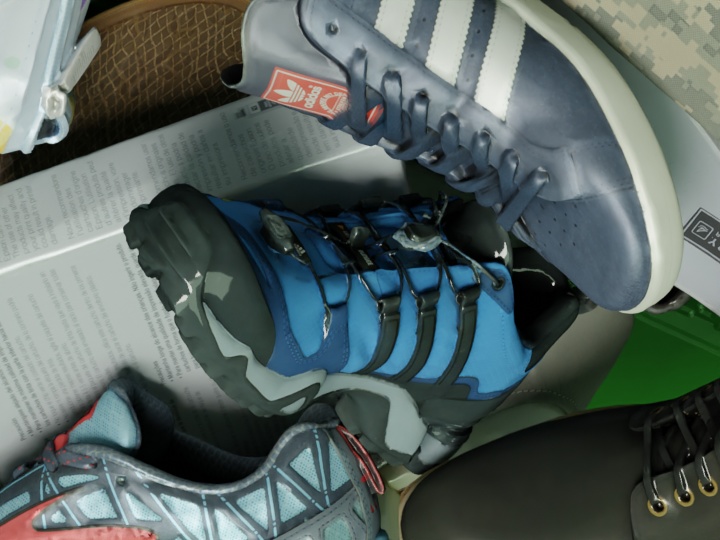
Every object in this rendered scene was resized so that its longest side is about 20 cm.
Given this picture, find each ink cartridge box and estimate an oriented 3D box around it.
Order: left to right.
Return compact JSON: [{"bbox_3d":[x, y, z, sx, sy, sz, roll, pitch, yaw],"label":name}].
[{"bbox_3d":[-0.072,0.028,0.874,0.199,0.041,0.200,-20,147,-5],"label":"ink cartridge box"}]

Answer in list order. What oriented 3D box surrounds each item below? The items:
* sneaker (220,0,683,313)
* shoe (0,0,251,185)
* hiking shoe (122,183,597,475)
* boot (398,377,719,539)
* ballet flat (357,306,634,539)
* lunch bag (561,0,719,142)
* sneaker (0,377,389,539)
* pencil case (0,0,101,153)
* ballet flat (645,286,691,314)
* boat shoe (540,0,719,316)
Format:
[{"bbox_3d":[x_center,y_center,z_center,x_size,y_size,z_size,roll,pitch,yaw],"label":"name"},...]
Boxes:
[{"bbox_3d":[0.010,-0.057,0.754,0.084,0.200,0.075,-32,166,-29],"label":"sneaker"},{"bbox_3d":[-0.106,-0.031,0.879,0.199,0.053,0.070,-34,84,13],"label":"shoe"},{"bbox_3d":[0.000,0.000,0.786,0.087,0.075,0.200,-40,154,13],"label":"hiking shoe"},{"bbox_3d":[0.105,0.048,0.781,0.198,0.078,0.139,-10,151,3],"label":"boot"},{"bbox_3d":[0.018,0.079,0.906,0.199,0.064,0.067,-28,147,8],"label":"ballet flat"},{"bbox_3d":[0.160,-0.129,0.729,0.164,0.118,0.200,42,131,6],"label":"lunch bag"},{"bbox_3d":[-0.088,0.083,0.853,0.198,0.079,0.096,-5,99,4],"label":"sneaker"},{"bbox_3d":[-0.103,-0.132,0.767,0.083,0.091,0.201,-8,133,-37],"label":"pencil case"},{"bbox_3d":[0.147,-0.067,0.863,0.066,0.057,0.201,16,125,-18],"label":"ballet flat"},{"bbox_3d":[0.110,-0.034,0.830,0.200,0.057,0.069,39,124,-10],"label":"boat shoe"}]
